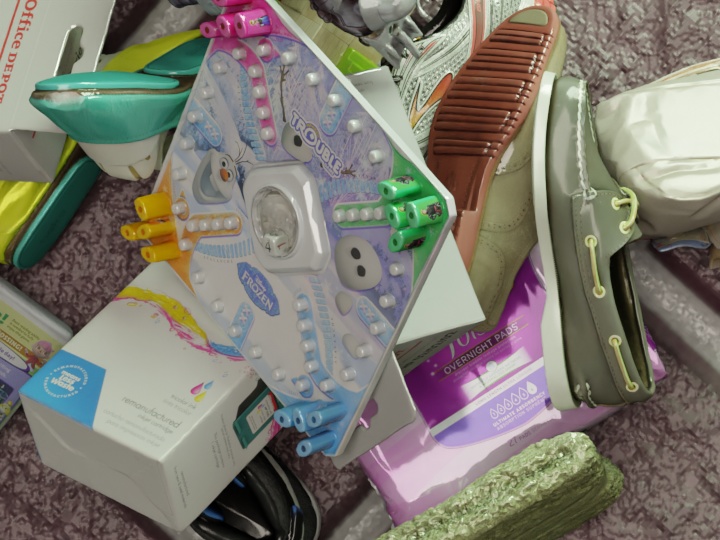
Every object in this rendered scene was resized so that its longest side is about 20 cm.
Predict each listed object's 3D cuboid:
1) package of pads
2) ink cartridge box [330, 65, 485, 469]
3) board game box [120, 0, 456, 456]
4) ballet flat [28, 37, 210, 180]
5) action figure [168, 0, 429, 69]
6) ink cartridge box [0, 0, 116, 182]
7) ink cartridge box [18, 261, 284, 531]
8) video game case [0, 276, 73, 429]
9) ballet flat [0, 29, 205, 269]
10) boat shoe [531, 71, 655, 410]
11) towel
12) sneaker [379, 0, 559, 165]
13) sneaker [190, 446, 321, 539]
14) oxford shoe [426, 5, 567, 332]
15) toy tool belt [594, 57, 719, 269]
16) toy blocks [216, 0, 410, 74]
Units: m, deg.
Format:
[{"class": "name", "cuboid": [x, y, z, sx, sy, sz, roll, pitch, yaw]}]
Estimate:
[{"class": "package of pads", "cuboid": [0.077, 0.066, 1.720, 0.200, 0.076, 0.121, -33, 84, 4]}, {"class": "ink cartridge box", "cuboid": [0.000, 0.000, 1.603, 0.068, 0.115, 0.200, -14, 78, -30]}, {"class": "board game box", "cuboid": [-0.047, -0.027, 1.559, 0.200, 0.026, 0.200, 49, 135, 27]}, {"class": "ballet flat", "cuboid": [-0.124, -0.090, 1.653, 0.067, 0.200, 0.071, 7, 105, 27]}, {"class": "action figure", "cuboid": [-0.036, -0.175, 1.580, 0.200, 0.130, 0.069, 21, 64, 40]}, {"class": "ink cartridge box", "cuboid": [-0.238, -0.119, 1.727, 0.200, 0.067, 0.117, 4, 63, 22]}, {"class": "ink cartridge box", "cuboid": [-0.093, 0.051, 1.679, 0.116, 0.067, 0.200, 23, 53, 31]}, {"class": "video game case", "cuboid": [-0.312, 0.051, 1.755, 0.200, 0.022, 0.182, 37, 97, -15]}, {"class": "ballet flat", "cuboid": [-0.175, -0.091, 1.765, 0.067, 0.067, 0.200, 44, 94, 20]}, {"class": "boat shoe", "cuboid": [0.135, -0.017, 1.628, 0.060, 0.072, 0.202, -2, 104, 16]}, {"class": "towel", "cuboid": [0.062, 0.162, 1.685, 0.200, 0.148, 0.037, -31, 72, 5]}, {"class": "sneaker", "cuboid": [0.034, -0.104, 1.724, 0.082, 0.078, 0.200, 35, 84, -16]}, {"class": "sneaker", "cuboid": [-0.106, 0.102, 1.723, 0.200, 0.112, 0.073, 42, 93, 7]}, {"class": "oxford shoe", "cuboid": [0.083, -0.060, 1.675, 0.075, 0.070, 0.200, 28, 82, -37]}, {"class": "toy tool belt", "cuboid": [0.236, -0.062, 1.698, 0.200, 0.123, 0.125, -9, 59, -7]}, {"class": "toy blocks", "cuboid": [-0.020, -0.194, 1.708, 0.100, 0.200, 0.137, 33, 91, -38]}]
